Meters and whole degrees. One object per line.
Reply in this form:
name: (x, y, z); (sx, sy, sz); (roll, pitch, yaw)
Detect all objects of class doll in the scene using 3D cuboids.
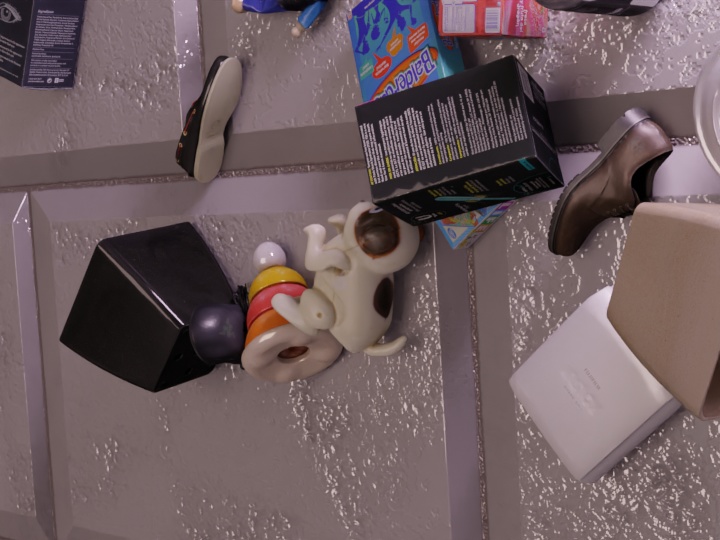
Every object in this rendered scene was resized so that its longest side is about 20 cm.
doll: (-0.090, -0.393, 1.854); (0.199, 0.048, 0.137); (2, 87, 36)

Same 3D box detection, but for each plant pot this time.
plant pot: (0.376, 0.019, 1.387); (0.177, 0.199, 0.201); (33, 117, 47)
plant pot: (-0.303, 0.068, 2.023); (0.177, 0.200, 0.200); (41, 121, 22)

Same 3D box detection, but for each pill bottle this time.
pill bottle: (0.245, -0.333, 1.447); (0.106, 0.200, 0.107); (7, 101, 42)

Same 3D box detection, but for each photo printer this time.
photo printer: (0.285, 0.128, 1.557); (0.200, 0.069, 0.167); (-50, 63, 35)

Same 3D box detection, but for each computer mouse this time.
computer mouse: (-0.180, 0.085, 1.915); (0.053, 0.200, 0.139); (-10, 86, 20)

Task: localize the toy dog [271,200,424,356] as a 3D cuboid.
toy dog: (0.000, 0.000, 1.762); (0.194, 0.139, 0.200); (44, 121, 29)

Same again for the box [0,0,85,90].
box: (-0.554, -0.422, 2.243); (0.148, 0.104, 0.201); (29, 114, 37)

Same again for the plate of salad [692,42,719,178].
plate of salad: (0.443, -0.165, 1.390); (0.200, 0.048, 0.201); (17, 116, 38)

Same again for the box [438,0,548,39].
box: (0.161, -0.379, 1.591); (0.102, 0.095, 0.201); (8, 100, 42)

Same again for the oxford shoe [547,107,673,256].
oxford shoe: (0.285, -0.083, 1.530); (0.084, 0.073, 0.200); (49, 125, 25)

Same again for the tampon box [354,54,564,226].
tampon box: (0.118, -0.148, 1.572); (0.199, 0.150, 0.127); (-15, 76, 18)

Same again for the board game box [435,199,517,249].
board game box: (0.119, -0.147, 1.701); (0.134, 0.034, 0.200); (-45, 65, 37)

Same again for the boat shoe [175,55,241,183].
boat shoe: (-0.230, -0.232, 1.987); (0.063, 0.074, 0.202); (34, 122, 26)

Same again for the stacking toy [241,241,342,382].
stacking toy: (-0.113, 0.047, 1.902); (0.146, 0.146, 0.200); (-44, 48, 37)

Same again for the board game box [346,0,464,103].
board game box: (0.058, -0.278, 1.699); (0.152, 0.045, 0.201); (-34, 59, 43)
